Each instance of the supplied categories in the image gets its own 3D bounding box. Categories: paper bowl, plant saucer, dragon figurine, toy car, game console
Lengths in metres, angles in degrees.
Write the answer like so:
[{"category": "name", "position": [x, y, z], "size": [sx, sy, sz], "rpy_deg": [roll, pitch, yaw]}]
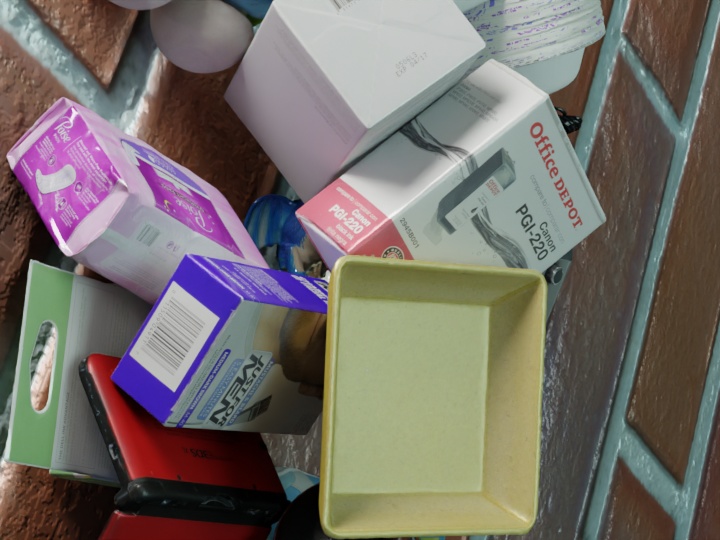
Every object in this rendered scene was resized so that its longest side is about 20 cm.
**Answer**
[{"category": "paper bowl", "position": [0.122, -0.210, 1.837], "size": [0.201, 0.201, 0.104], "rpy_deg": [-35, 117, -52]}, {"category": "plant saucer", "position": [0.045, 0.093, 1.491], "size": [0.200, 0.048, 0.200], "rpy_deg": [4, 88, -36]}, {"category": "dragon figurine", "position": [-0.058, -0.028, 1.682], "size": [0.059, 0.099, 0.200], "rpy_deg": [10, 105, -57]}, {"category": "toy car", "position": [-0.102, -0.259, 1.539], "size": [0.200, 0.150, 0.175], "rpy_deg": [44, 53, -47]}, {"category": "game console", "position": [-0.154, 0.170, 1.486], "size": [0.200, 0.119, 0.172], "rpy_deg": [18, 43, -59]}]

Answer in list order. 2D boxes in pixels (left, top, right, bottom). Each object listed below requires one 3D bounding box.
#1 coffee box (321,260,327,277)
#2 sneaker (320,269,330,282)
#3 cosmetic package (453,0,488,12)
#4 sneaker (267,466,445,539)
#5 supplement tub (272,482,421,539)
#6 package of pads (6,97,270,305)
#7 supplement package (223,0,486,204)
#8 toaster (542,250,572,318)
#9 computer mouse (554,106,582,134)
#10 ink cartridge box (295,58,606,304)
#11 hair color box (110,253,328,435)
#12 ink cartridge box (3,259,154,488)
[{"category": "coffee box", "position": [0.010, 0.017, 1.738], "size": [0.080, 0.114, 0.200], "rpy_deg": [10, 81, -56]}, {"category": "sneaker", "position": [0.000, 0.000, 1.640], "size": [0.200, 0.072, 0.072], "rpy_deg": [-37, 86, -9]}, {"category": "cosmetic package", "position": [0.044, -0.313, 1.753], "size": [0.200, 0.166, 0.167], "rpy_deg": [-34, 117, -51]}, {"category": "sneaker", "position": [-0.005, 0.205, 1.694], "size": [0.200, 0.131, 0.080], "rpy_deg": [2, 89, -57]}, {"category": "supplement tub", "position": [0.009, 0.248, 1.568], "size": [0.200, 0.107, 0.107], "rpy_deg": [63, 40, -53]}, {"category": "package of pads", "position": [-0.155, -0.035, 1.477], "size": [0.076, 0.121, 0.200], "rpy_deg": [-44, 145, 10]}, {"category": "supplement package", "position": [-0.010, -0.152, 1.559], "size": [0.121, 0.200, 0.120], "rpy_deg": [-36, 86, -21]}, {"category": "toaster", "position": [0.083, 0.011, 1.806], "size": [0.114, 0.200, 0.129], "rpy_deg": [9, 99, -57]}, {"category": "computer mouse", "position": [0.096, -0.126, 1.889], "size": [0.200, 0.138, 0.053], "rpy_deg": [-14, 87, -43]}, {"category": "ink cartridge box", "position": [0.073, -0.042, 1.557], "size": [0.200, 0.085, 0.146], "rpy_deg": [-40, 130, -11]}, {"category": "hair color box", "position": [-0.081, 0.058, 1.473], "size": [0.109, 0.065, 0.200], "rpy_deg": [-58, 155, 11]}, {"category": "ink cartridge box", "position": [-0.200, 0.080, 1.470], "size": [0.200, 0.048, 0.146], "rpy_deg": [20, 73, -56]}]
